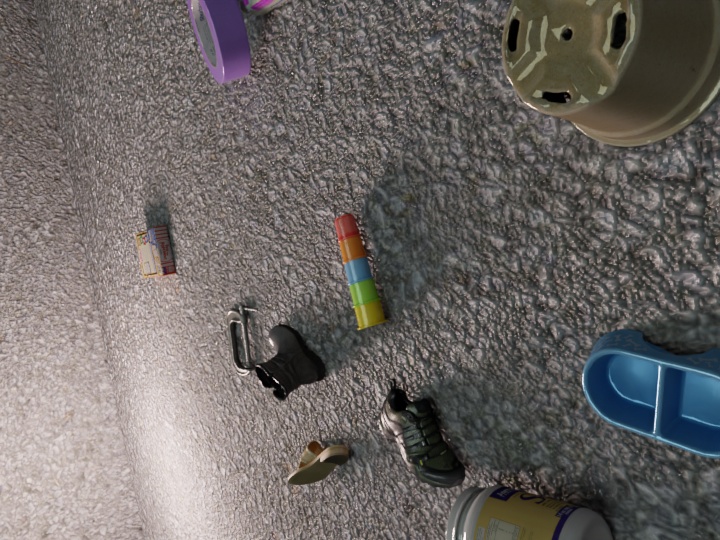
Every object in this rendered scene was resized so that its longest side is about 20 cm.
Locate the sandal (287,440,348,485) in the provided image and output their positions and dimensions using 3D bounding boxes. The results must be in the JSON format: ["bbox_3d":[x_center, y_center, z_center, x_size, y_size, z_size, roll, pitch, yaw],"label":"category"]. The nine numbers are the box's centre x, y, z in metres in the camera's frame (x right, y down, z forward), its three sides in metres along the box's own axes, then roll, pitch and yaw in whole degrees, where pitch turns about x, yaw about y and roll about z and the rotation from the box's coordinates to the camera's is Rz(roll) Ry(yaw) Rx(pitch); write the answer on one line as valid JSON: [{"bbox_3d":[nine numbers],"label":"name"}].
[{"bbox_3d":[-0.093,0.414,1.191,0.211,0.076,0.072,-44,37,38],"label":"sandal"}]

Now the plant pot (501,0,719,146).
[{"bbox_3d":[0.241,-0.226,0.523,0.197,0.179,0.209,16,112,45],"label":"plant pot"}]

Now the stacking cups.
[{"bbox_3d":[0.000,0.000,0.970,0.060,0.059,0.208,-20,80,49],"label":"stacking cups"}]

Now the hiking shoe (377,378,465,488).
[{"bbox_3d":[0.101,0.276,0.902,0.198,0.074,0.104,35,128,39],"label":"hiking shoe"}]

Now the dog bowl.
[{"bbox_3d":[0.345,0.139,0.601,0.196,0.048,0.116,12,109,48],"label":"dog bowl"}]

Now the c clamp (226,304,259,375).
[{"bbox_3d":[-0.313,0.185,1.399,0.168,0.026,0.209,12,108,47],"label":"c clamp"}]

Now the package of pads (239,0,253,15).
[{"bbox_3d":[-0.178,-0.611,0.996,0.152,0.067,0.209,4,104,49],"label":"package of pads"}]

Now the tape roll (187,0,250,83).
[{"bbox_3d":[-0.297,-0.505,1.107,0.202,0.064,0.204,53,156,35],"label":"tape roll"}]

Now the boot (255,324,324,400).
[{"bbox_3d":[-0.180,0.193,1.166,0.197,0.129,0.072,29,122,41],"label":"boot"}]

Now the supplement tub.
[{"bbox_3d":[0.229,0.386,0.730,0.196,0.142,0.152,-6,96,49],"label":"supplement tub"}]

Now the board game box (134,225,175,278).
[{"bbox_3d":[-0.680,-0.058,1.748,0.196,0.045,0.158,-3,98,50],"label":"board game box"}]
